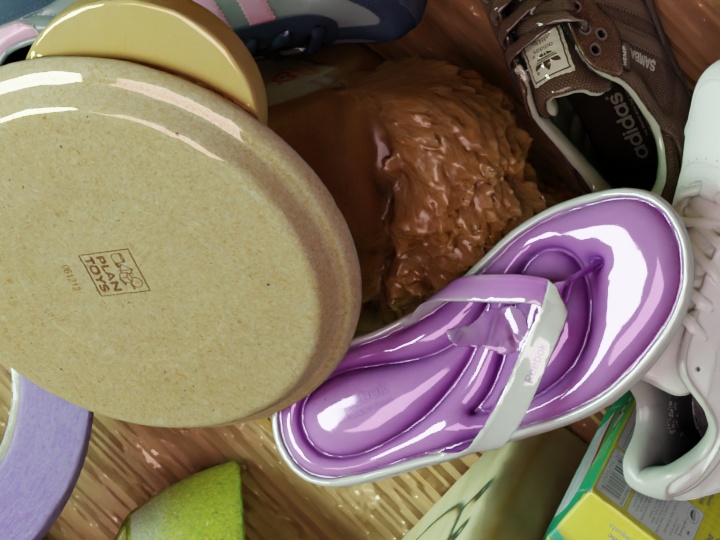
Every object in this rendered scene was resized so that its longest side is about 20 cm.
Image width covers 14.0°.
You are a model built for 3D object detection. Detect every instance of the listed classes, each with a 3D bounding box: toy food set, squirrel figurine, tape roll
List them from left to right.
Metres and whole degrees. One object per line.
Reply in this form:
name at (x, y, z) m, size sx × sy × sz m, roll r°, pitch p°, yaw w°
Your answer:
tape roll at (-0.223, 0.058, 1.341) m, size 0.200 × 0.066 × 0.200 m, roll 0°, pitch 85°, yaw -5°
toy food set at (-0.094, -0.014, 1.190) m, size 0.198 × 0.049 × 0.200 m, roll -23°, pitch 120°, yaw 35°
squirrel figurine at (0.000, 0.000, 1.279) m, size 0.200 × 0.142 × 0.187 m, roll -2°, pitch 117°, yaw 19°

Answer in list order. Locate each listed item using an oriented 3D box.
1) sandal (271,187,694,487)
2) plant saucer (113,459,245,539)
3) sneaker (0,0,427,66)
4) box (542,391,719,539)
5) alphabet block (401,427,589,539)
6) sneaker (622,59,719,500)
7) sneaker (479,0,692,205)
sandal at (0.048, 0.037, 1.193) m, size 0.203 × 0.050 × 0.083 m, roll -32°, pitch 81°, yaw 23°
plant saucer at (-0.112, 0.211, 1.355) m, size 0.048 × 0.200 × 0.200 m, roll 19°, pitch 117°, yaw -16°
sneaker at (-0.072, -0.097, 1.236) m, size 0.200 × 0.070 × 0.082 m, roll 2°, pitch 71°, yaw 1°
box at (0.184, 0.138, 1.290) m, size 0.200 × 0.117 × 0.048 m, roll 36°, pitch 127°, yaw -1°
alphabet block at (0.074, 0.220, 1.310) m, size 0.196 × 0.200 × 0.195 m, roll 41°, pitch 115°, yaw -4°
sneaker at (0.148, 0.010, 1.213) m, size 0.078 × 0.099 × 0.200 m, roll 20°, pitch 118°, yaw 46°
sneaker at (0.088, -0.108, 1.239) m, size 0.070 × 0.076 × 0.200 m, roll -28°, pitch 103°, yaw 24°
